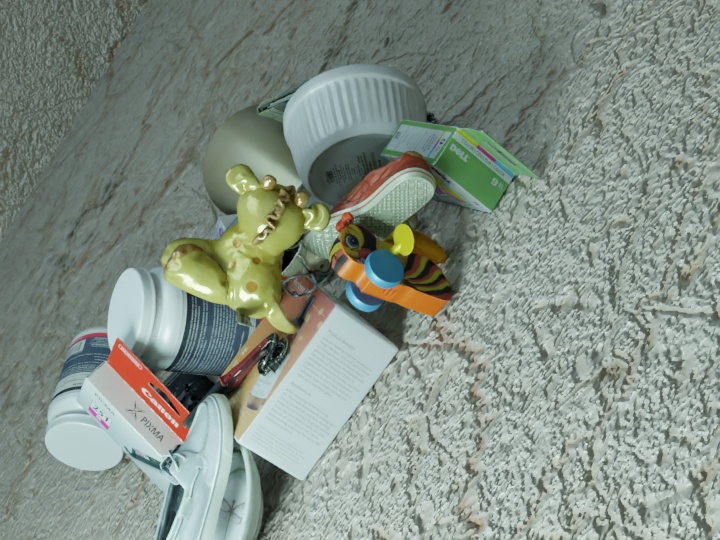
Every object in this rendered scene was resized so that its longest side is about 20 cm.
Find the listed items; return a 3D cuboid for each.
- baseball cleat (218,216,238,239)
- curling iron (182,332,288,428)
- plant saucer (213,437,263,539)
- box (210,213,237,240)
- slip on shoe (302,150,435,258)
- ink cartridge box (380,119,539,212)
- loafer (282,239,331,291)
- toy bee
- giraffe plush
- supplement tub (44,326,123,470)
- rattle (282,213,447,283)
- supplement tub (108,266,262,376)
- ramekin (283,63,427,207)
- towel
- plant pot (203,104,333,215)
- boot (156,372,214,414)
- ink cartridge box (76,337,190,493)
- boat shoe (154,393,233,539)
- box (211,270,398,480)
[{"bbox_3d":[-0.201,-0.011,1.703,0.070,0.106,0.200,53,135,23],"label":"baseball cleat"},{"bbox_3d":[-0.157,0.137,1.427,0.200,0.026,0.050,-38,29,32],"label":"curling iron"},{"bbox_3d":[-0.165,0.300,1.434,0.200,0.050,0.201,-38,42,44],"label":"plant saucer"},{"bbox_3d":[-0.216,-0.008,1.819,0.039,0.041,0.200,61,147,28],"label":"box"},{"bbox_3d":[0.010,-0.075,1.416,0.200,0.074,0.061,-35,38,32],"label":"slip on shoe"},{"bbox_3d":[0.117,-0.127,1.443,0.059,0.104,0.200,-57,27,-6],"label":"ink cartridge box"},{"bbox_3d":[-0.114,-0.005,1.715,0.199,0.070,0.076,-24,39,45],"label":"loafer"},{"bbox_3d":[0.012,-0.017,1.360,0.131,0.200,0.109,-31,50,31],"label":"toy bee"},{"bbox_3d":[-0.128,-0.035,1.399,0.200,0.172,0.163,33,100,57],"label":"giraffe plush"},{"bbox_3d":[-0.418,0.202,1.888,0.140,0.140,0.201,-34,33,34],"label":"supplement tub"},{"bbox_3d":[0.000,0.000,1.500,0.200,0.130,0.143,-37,71,3],"label":"rattle"},{"bbox_3d":[-0.231,0.071,1.623,0.140,0.199,0.141,-21,65,54],"label":"supplement tub"},{"bbox_3d":[-0.001,-0.171,1.593,0.200,0.200,0.106,-35,49,32],"label":"ramekin"},{"bbox_3d":[-0.024,-0.229,1.695,0.192,0.199,0.035,-7,72,55],"label":"towel"},{"bbox_3d":[-0.110,-0.131,1.769,0.188,0.187,0.200,-54,40,-1],"label":"plant pot"},{"bbox_3d":[-0.255,0.228,1.688,0.165,0.066,0.200,-56,31,-1],"label":"boot"},{"bbox_3d":[-0.282,0.201,1.555,0.044,0.200,0.174,-42,-5,-31],"label":"ink cartridge box"},{"bbox_3d":[-0.201,0.243,1.389,0.070,0.071,0.202,6,85,59],"label":"boat shoe"},{"bbox_3d":[-0.074,0.126,1.455,0.200,0.106,0.152,-54,26,0],"label":"box"}]
